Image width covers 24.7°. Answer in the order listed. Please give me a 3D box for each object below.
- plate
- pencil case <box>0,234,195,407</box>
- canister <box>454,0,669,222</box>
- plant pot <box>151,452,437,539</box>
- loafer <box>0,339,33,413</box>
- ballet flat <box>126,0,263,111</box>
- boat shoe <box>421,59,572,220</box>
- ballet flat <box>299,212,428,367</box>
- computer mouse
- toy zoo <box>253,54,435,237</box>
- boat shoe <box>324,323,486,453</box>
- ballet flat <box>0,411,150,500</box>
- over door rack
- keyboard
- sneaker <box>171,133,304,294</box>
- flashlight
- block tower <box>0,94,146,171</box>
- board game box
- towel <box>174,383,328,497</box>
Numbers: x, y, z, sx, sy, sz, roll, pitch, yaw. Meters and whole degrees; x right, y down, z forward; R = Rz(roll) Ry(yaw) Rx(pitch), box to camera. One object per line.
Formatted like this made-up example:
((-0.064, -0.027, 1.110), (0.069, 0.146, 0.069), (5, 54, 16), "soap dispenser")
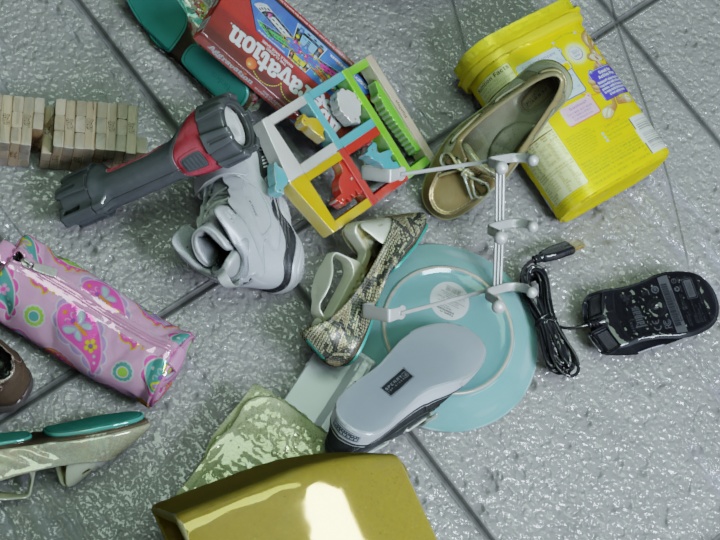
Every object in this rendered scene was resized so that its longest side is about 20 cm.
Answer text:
((0.085, 0.062, 1.633), (0.200, 0.026, 0.200), (5, 68, -11), "plate")
((-0.256, 0.046, 1.523), (0.200, 0.087, 0.087), (32, 65, -1), "pencil case")
((0.213, -0.167, 1.725), (0.148, 0.087, 0.200), (-28, 79, -22), "canister")
((-0.040, 0.250, 1.399), (0.200, 0.194, 0.196), (-24, 90, -14), "plant pot")
((-0.384, 0.052, 1.494), (0.200, 0.071, 0.073), (30, 65, -1), "loafer")
((-0.166, -0.240, 1.679), (0.200, 0.076, 0.064), (50, 35, 4), "ballet flat")
((0.134, -0.129, 1.648), (0.201, 0.063, 0.073), (-43, 92, 15), "boat shoe")
((0.000, 0.000, 1.594), (0.075, 0.068, 0.200), (41, 58, -19), "ballet flat")
((0.257, 0.028, 1.683), (0.200, 0.046, 0.141), (-17, 70, -15), "computer mouse")
((-0.023, -0.120, 1.637), (0.200, 0.020, 0.131), (-37, 97, -38), "toy zoo")
((0.042, 0.119, 1.552), (0.074, 0.068, 0.199), (39, 47, 14), "boat shoe")
((-0.288, 0.171, 1.486), (0.200, 0.067, 0.062), (-8, 98, -13), "ballet flat")
((0.095, -0.032, 1.566), (0.200, 0.067, 0.148), (-8, 104, -37), "over door rack")
((-0.059, 0.152, 1.564), (0.056, 0.011, 0.200), (31, 68, 6), "keyboard")
((-0.132, -0.068, 1.579), (0.115, 0.075, 0.200), (-5, 68, -57), "sneaker")
((-0.194, -0.103, 1.552), (0.200, 0.068, 0.068), (-21, 79, 25), "flashlight")
((-0.310, -0.134, 1.598), (0.200, 0.054, 0.058), (5, 68, -13), "block tower")
((-0.070, -0.208, 1.658), (0.200, 0.019, 0.103), (40, 56, -22), "board game box")
((-0.057, 0.213, 1.518), (0.200, 0.036, 0.148), (35, 70, -5), "towel")
